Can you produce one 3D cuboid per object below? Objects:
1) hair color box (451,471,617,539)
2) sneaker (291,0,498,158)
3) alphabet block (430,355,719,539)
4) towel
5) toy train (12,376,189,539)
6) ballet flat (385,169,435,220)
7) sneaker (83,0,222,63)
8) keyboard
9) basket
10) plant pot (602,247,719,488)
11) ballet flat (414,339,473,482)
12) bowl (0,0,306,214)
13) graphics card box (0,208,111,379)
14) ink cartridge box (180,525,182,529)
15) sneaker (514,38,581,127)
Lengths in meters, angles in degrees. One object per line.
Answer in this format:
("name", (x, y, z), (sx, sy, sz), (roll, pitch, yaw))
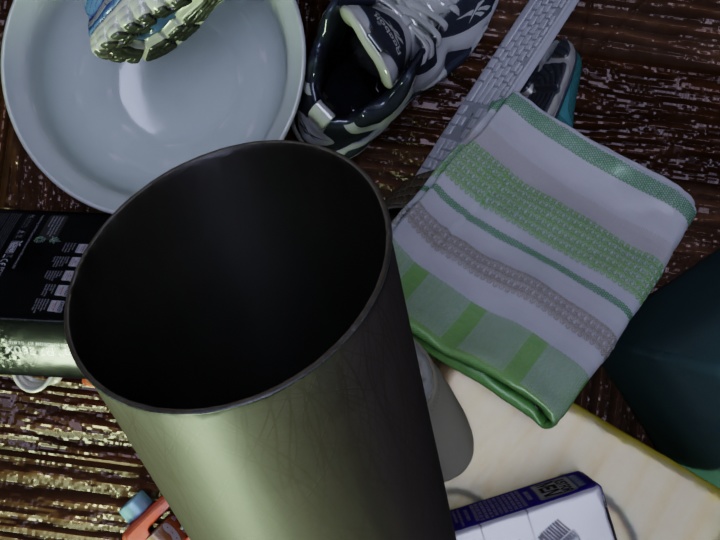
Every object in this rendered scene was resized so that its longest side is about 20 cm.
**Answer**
("hair color box", (0.042, 0.188, 0.623), (0.198, 0.065, 0.110), (-17, 88, 1))
("sneaker", (0.029, -0.159, 0.786), (0.199, 0.130, 0.080), (-42, 91, 0))
("alphabet block", (0.085, 0.171, 0.752), (0.194, 0.196, 0.201), (29, 89, -1))
("towel", (0.098, -0.017, 0.697), (0.148, 0.031, 0.200), (30, 51, 15))
("toy train", (-0.149, 0.111, 0.820), (0.150, 0.056, 0.201), (-37, 90, -1))
("ballet flat", (0.000, 0.000, 0.800), (0.199, 0.046, 0.068), (-32, 90, 17))
("sneaker", (-0.095, -0.208, 0.705), (0.199, 0.078, 0.090), (-28, 80, 20))
("keyboard", (0.102, -0.142, 0.825), (0.011, 0.056, 0.201), (34, 89, -29))
("basket", (-0.029, 0.074, 0.529), (0.135, 0.181, 0.201), (-17, 124, 1))
("plant pot", (0.256, 0.067, 0.750), (0.141, 0.200, 0.142), (-33, 89, -1))
("ballet flat", (-0.017, 0.034, 0.627), (0.199, 0.069, 0.070), (38, 89, 7))
("bowl", (-0.131, -0.133, 0.803), (0.199, 0.090, 0.203), (0, 89, 2))
("graphics card box", (-0.164, 0.015, 0.779), (0.198, 0.126, 0.051), (3, 126, 3))
("ink cartridge box", (-0.044, 0.112, 0.733), (0.119, 0.200, 0.042), (-40, 84, -28))
("sneaker", (0.119, -0.059, 0.825), (0.079, 0.077, 0.202), (17, 82, -33))
